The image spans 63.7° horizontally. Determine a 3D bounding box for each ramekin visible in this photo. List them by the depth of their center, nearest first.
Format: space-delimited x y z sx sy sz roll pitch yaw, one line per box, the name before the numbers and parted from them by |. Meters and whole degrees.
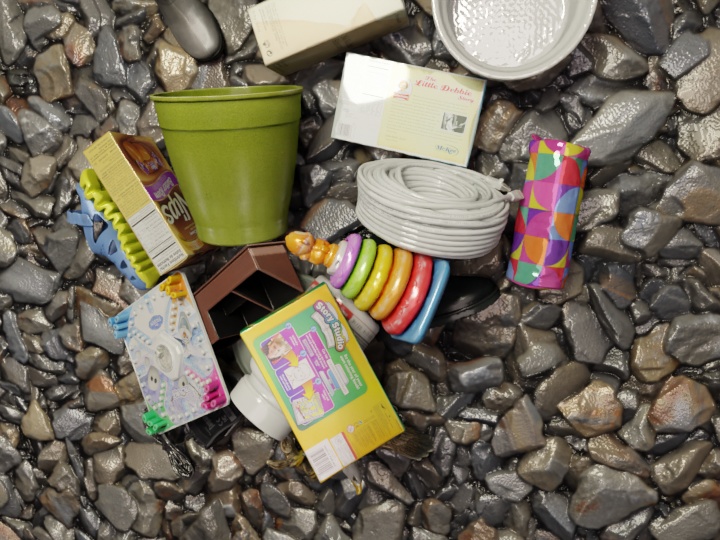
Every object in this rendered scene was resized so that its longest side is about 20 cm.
ramekin | 0.190 -0.340 0.736 0.196 0.098 0.205 2 99 9

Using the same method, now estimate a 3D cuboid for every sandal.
sandal | -0.379 -0.052 0.889 0.087 0.079 0.202 -36 83 16

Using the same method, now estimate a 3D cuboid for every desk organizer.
desk organizer | -0.175 0.044 0.823 0.199 0.071 0.078 -35 75 34

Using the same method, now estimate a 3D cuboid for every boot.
boot | -0.274 -0.383 0.789 0.069 0.132 0.202 -34 92 12
boot | 0.078 -0.006 0.813 0.197 0.076 0.171 -18 99 18

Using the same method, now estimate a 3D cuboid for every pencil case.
pencil case | 0.250 -0.076 0.775 0.087 0.088 0.204 10 98 8

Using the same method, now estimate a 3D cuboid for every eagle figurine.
eagle figurine | -0.011 0.237 0.825 0.198 0.152 0.152 -32 93 11

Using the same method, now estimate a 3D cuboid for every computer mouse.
computer mouse | -0.257 0.216 0.924 0.140 0.046 0.201 43 103 13

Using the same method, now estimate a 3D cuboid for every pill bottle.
pill bottle | -0.076 0.118 0.783 0.113 0.114 0.201 39 85 2

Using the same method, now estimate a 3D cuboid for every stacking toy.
stacking toy | 0.000 0.000 0.704 0.197 0.116 0.111 25 82 -10

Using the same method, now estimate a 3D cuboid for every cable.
cable | 0.090 -0.085 0.743 0.198 0.199 0.070 25 121 24

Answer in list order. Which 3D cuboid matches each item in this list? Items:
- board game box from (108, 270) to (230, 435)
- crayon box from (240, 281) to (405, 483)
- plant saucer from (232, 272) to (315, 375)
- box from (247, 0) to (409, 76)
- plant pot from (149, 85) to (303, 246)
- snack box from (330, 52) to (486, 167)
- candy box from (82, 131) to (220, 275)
board game box | -0.292 0.130 0.863 0.198 0.026 0.203 -27 82 36
crayon box | -0.045 0.130 0.698 0.117 0.058 0.202 -29 90 -6
plant saucer | -0.109 0.107 0.876 0.196 0.050 0.205 1 99 9
box | -0.039 -0.340 0.777 0.196 0.095 0.079 -17 96 13
plant pot | -0.168 -0.143 0.790 0.196 0.201 0.197 0 111 9
snack box | 0.065 -0.222 0.804 0.196 0.037 0.119 14 101 7
candy box | -0.297 -0.099 0.843 0.056 0.117 0.202 -30 93 12
